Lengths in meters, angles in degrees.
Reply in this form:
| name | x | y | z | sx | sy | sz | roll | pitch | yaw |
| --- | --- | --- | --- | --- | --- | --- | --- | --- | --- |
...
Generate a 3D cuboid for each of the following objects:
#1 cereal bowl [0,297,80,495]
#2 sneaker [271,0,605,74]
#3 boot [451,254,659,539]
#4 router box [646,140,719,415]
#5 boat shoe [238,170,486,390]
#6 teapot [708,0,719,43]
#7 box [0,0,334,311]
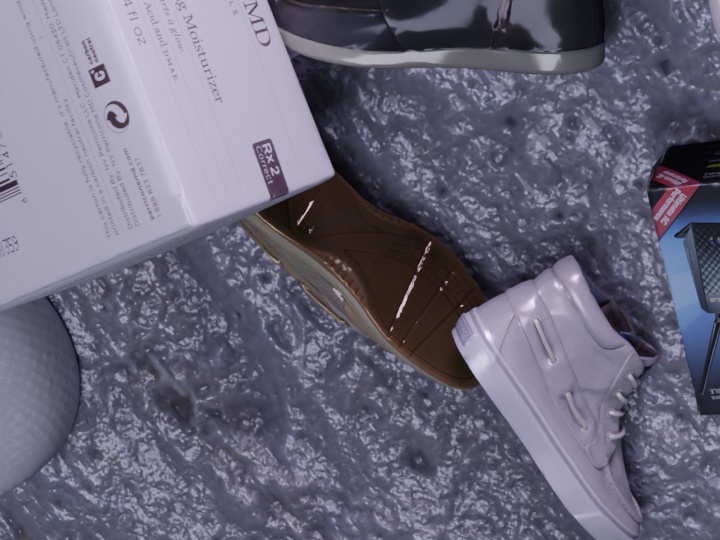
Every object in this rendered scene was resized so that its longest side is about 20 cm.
| name | x | y | z | sx | sy | sz | roll | pitch | yaw |
| --- | --- | --- | --- | --- | --- | --- | --- | --- | --- |
| cereal bowl | -0.295 | 0.076 | 1.612 | 0.200 | 0.083 | 0.201 | 10 | 120 | 17 |
| sneaker | 0.043 | -0.172 | 1.363 | 0.199 | 0.075 | 0.107 | 4 | 107 | 17 |
| boot | 0.144 | 0.082 | 1.451 | 0.095 | 0.074 | 0.200 | -32 | 121 | 8 |
| router box | 0.274 | -0.002 | 1.359 | 0.199 | 0.062 | 0.150 | -6 | 115 | 24 |
| boat shoe | 0.000 | 0.000 | 1.472 | 0.200 | 0.072 | 0.065 | 39 | 160 | -7 |
| teapot | 0.285 | -0.160 | 1.221 | 0.200 | 0.146 | 0.198 | 2 | 112 | 42 |
| box | -0.154 | -0.102 | 1.388 | 0.200 | 0.131 | 0.199 | -21 | 91 | 40 |
